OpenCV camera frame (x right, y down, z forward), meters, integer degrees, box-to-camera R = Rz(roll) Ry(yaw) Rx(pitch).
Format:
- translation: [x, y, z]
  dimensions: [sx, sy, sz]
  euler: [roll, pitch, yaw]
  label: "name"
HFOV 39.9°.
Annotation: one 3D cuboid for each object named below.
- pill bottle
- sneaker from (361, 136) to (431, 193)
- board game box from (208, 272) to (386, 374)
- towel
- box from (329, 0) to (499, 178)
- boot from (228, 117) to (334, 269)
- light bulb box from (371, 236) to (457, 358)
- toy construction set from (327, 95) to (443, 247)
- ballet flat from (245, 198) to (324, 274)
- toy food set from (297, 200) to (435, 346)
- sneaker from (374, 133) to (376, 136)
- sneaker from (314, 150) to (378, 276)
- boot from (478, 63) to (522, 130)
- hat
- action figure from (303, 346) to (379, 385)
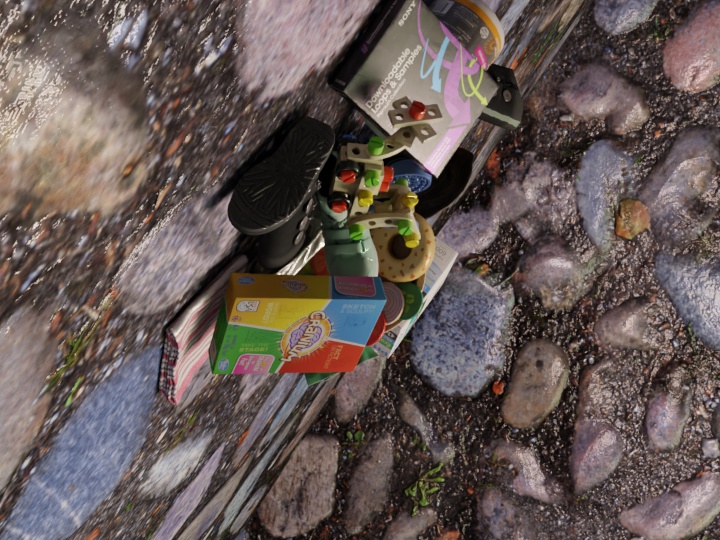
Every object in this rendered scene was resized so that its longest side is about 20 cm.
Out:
- translation: [0.093, -0.262, 1.308]
  dimensions: [0.201, 0.116, 0.117]
  euler: [-53, 172, -17]
  label: "pill bottle"
- translation: [0.032, -0.146, 1.364]
  dimensions: [0.199, 0.069, 0.079]
  euler: [-4, -107, 56]
  label: "sneaker"
- translation: [-0.083, 0.070, 1.264]
  dimensions: [0.154, 0.197, 0.041]
  euler: [113, -30, -43]
  label: "board game box"
- translation: [-0.199, 0.078, 1.276]
  dimensions: [0.147, 0.030, 0.201]
  euler: [-51, 171, -33]
  label: "towel"
- translation: [0.070, -0.223, 1.200]
  dimensions: [0.199, 0.036, 0.144]
  euler: [35, 90, -41]
  label: "box"
- translation: [-0.100, -0.061, 1.144]
  dimensions: [0.165, 0.065, 0.200]
  euler: [-49, 175, -29]
  label: "boot"
- translation: [0.036, 0.010, 1.802]
  dimensions: [0.201, 0.197, 0.125]
  euler: [-51, 170, -30]
  label: "light bulb box"
- translation: [0.028, -0.110, 1.171]
  dimensions: [0.093, 0.129, 0.202]
  euler: [-94, -167, -45]
  label: "toy construction set"
- translation: [-0.086, -0.047, 1.346]
  dimensions: [0.201, 0.069, 0.070]
  euler: [-52, 172, -15]
  label: "ballet flat"
- translation: [0.000, 0.000, 1.393]
  dimensions: [0.049, 0.197, 0.201]
  euler: [9, 98, -79]
  label: "toy food set"
- translation: [0.085, -0.249, 1.487]
  dimensions: [0.200, 0.073, 0.077]
  euler: [-48, 178, -31]
  label: "sneaker"
- translation: [-0.031, -0.056, 1.278]
  dimensions: [0.118, 0.073, 0.204]
  euler: [9, 73, -72]
  label: "sneaker"
- translation: [0.160, -0.234, 1.458]
  dimensions: [0.198, 0.065, 0.168]
  euler: [8, 81, -47]
  label: "boot"
- translation: [0.067, -0.143, 1.461]
  dimensions: [0.199, 0.081, 0.202]
  euler: [-28, -150, 17]
  label: "hat"
- translation: [-0.065, 0.057, 1.451]
  dimensions: [0.117, 0.203, 0.055]
  euler: [-18, 168, -25]
  label: "action figure"
